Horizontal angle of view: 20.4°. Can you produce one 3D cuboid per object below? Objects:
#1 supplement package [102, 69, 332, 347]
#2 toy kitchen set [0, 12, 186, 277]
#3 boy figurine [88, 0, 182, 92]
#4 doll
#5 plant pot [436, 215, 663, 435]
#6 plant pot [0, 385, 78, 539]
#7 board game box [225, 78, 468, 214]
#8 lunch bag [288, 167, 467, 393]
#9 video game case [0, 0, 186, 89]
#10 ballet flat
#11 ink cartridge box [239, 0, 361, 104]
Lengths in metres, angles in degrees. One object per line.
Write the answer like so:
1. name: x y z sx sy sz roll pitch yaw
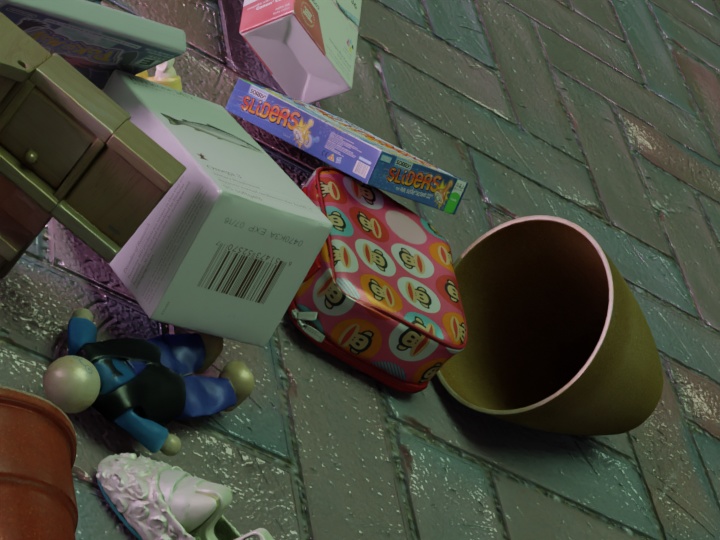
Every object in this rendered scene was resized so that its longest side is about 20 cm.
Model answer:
1. supplement package: -0.134 -0.050 1.554 0.117 0.118 0.200 15 22 -41
2. toy kitchen set: -0.263 -0.052 1.363 0.200 0.163 0.181 39 23 -5
3. boy figurine: -0.189 -0.144 1.669 0.200 0.124 0.064 57 43 -13
4. doll: -0.163 0.076 1.449 0.137 0.048 0.200 50 24 18
5. plant pot: 0.191 0.076 1.823 0.200 0.186 0.187 36 22 -48
6. plant pot: -0.225 0.195 1.049 0.200 0.201 0.196 13 47 -44
7. board game box: -0.013 -0.116 1.856 0.200 0.035 0.135 30 8 39
8. lunch bag: 0.000 0.000 1.749 0.176 0.082 0.200 29 29 -24
9. video game case: -0.267 -0.172 1.547 0.200 0.182 0.023 11 69 -46
10. ballet flat: -0.093 0.186 1.363 0.200 0.072 0.072 46 27 10
11. ink cartridge box: -0.056 -0.278 2.018 0.117 0.067 0.201 51 31 -39
